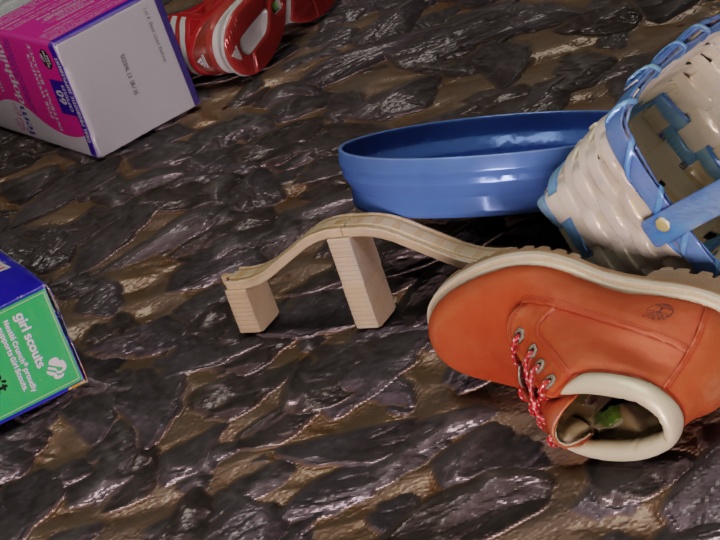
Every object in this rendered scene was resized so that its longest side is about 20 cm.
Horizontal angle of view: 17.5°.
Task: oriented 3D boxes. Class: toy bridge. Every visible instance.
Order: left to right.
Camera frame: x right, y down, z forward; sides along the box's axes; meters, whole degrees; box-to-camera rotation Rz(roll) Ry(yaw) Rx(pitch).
[{"bbox_3d":[0.000,0.000,1.387,0.200,0.067,0.027,-3,28,31],"label":"toy bridge"}]

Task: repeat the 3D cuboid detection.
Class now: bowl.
[{"bbox_3d":[0.087,-0.065,1.429,0.200,0.039,0.201,-5,10,1],"label":"bowl"}]

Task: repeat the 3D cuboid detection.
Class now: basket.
[{"bbox_3d":[0.209,-0.067,1.256,0.176,0.139,0.200,-39,0,-38],"label":"basket"}]

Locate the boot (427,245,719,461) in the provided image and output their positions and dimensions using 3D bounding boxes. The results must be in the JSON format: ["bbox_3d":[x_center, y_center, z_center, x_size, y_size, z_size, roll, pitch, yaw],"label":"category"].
[{"bbox_3d":[0.101,0.046,1.208,0.200,0.075,0.107,3,37,40],"label":"boot"}]

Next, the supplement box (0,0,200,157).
[{"bbox_3d":[-0.233,-0.169,1.892,0.103,0.101,0.200,-31,25,-23],"label":"supplement box"}]

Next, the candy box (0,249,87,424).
[{"bbox_3d":[-0.296,0.062,1.469,0.200,0.077,0.169,-28,24,-17],"label":"candy box"}]

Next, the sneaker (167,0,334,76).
[{"bbox_3d":[-0.104,-0.224,1.946,0.115,0.078,0.200,-2,28,32],"label":"sneaker"}]
